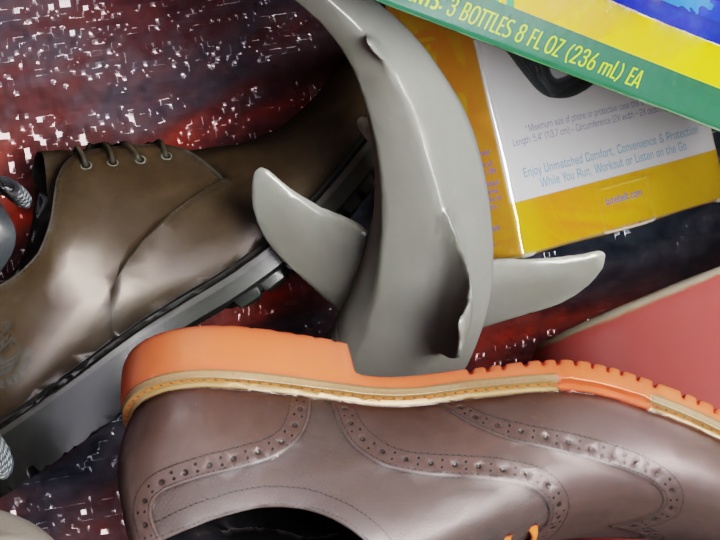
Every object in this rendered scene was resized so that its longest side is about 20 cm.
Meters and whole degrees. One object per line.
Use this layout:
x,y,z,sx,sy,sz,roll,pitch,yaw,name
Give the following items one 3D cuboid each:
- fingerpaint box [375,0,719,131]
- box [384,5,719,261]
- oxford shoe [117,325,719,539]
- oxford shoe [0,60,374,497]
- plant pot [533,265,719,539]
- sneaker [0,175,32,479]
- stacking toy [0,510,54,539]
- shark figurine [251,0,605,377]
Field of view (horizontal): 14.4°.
0.105,-0.132,0.832,0.200,0.073,0.167,19,103,-24,fingerpaint box
0.056,-0.108,0.956,0.119,0.041,0.200,-15,91,-47,box
0.028,0.069,0.828,0.200,0.071,0.073,5,58,-5,oxford shoe
-0.063,-0.019,0.931,0.200,0.073,0.084,-38,92,-16,oxford shoe
0.154,0.082,0.938,0.200,0.200,0.177,-19,84,-16,plant pot
-0.168,0.047,0.863,0.140,0.078,0.200,22,82,23,sneaker
-0.134,0.187,0.894,0.146,0.146,0.200,-25,114,-15,stacking toy
0.009,-0.018,0.846,0.128,0.090,0.215,-14,120,0,shark figurine
